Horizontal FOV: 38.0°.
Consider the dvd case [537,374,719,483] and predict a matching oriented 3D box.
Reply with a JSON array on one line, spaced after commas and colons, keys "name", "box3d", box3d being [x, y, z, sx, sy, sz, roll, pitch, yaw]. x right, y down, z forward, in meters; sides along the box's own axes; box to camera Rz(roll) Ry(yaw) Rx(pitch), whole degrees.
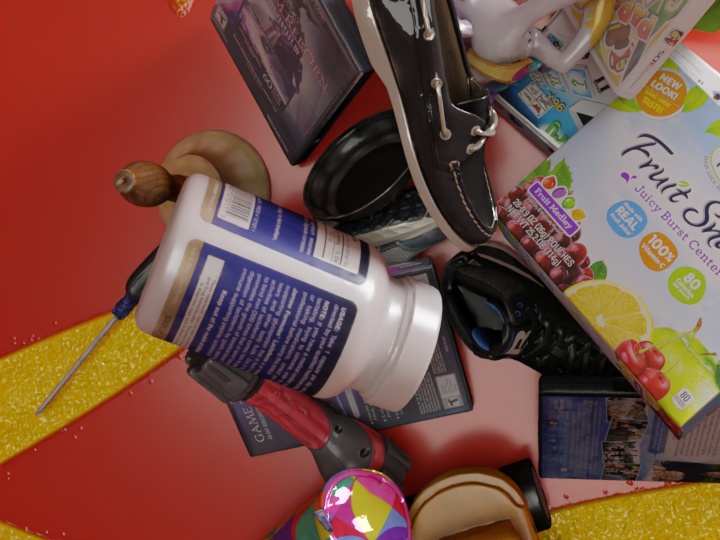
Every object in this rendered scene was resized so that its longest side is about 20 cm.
[{"name": "dvd case", "box3d": [0.232, 0.121, 0.786, 0.196, 0.144, 0.018, 0, 53, 10]}]

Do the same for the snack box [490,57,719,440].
[{"name": "snack box", "box3d": [0.216, -0.018, 0.722, 0.168, 0.068, 0.201, -39, 67, 3]}]

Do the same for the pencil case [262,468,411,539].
[{"name": "pencil case", "box3d": [-0.038, 0.230, 0.814, 0.088, 0.088, 0.200, 46, 133, 5]}]

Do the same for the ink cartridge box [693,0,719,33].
[{"name": "ink cartridge box", "box3d": [0.267, -0.266, 0.709, 0.074, 0.200, 0.151, 9, 86, -9]}]

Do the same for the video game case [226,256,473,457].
[{"name": "video game case", "box3d": [-0.020, 0.074, 0.845, 0.196, 0.019, 0.145, -13, 120, 11]}]

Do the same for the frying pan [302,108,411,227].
[{"name": "frying pan", "box3d": [-0.011, -0.051, 0.814, 0.114, 0.031, 0.192, -3, 51, 43]}]

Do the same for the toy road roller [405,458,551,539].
[{"name": "toy road roller", "box3d": [0.100, 0.253, 0.802, 0.121, 0.146, 0.204, -18, 89, 10]}]

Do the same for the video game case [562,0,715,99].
[{"name": "video game case", "box3d": [0.199, -0.253, 0.729, 0.183, 0.023, 0.202, -53, 41, 36]}]

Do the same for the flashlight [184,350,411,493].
[{"name": "flashlight", "box3d": [-0.048, 0.118, 0.819, 0.199, 0.069, 0.067, 41, 143, -25]}]

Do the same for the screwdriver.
[{"name": "screwdriver", "box3d": [-0.222, 0.052, 0.904, 0.028, 0.029, 0.200, 42, 93, 5]}]

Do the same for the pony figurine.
[{"name": "pony figurine", "box3d": [0.077, -0.193, 0.750, 0.200, 0.166, 0.195, -42, 71, 26]}]

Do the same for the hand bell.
[{"name": "hand bell", "box3d": [-0.141, -0.063, 0.802, 0.102, 0.200, 0.107, 0, 93, 9]}]

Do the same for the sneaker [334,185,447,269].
[{"name": "sneaker", "box3d": [0.000, 0.000, 0.852, 0.197, 0.078, 0.087, -22, 110, 18]}]

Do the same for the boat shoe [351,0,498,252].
[{"name": "boat shoe", "box3d": [0.058, -0.110, 0.692, 0.059, 0.074, 0.203, -15, 106, 25]}]

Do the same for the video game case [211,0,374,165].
[{"name": "video game case", "box3d": [-0.057, -0.174, 0.786, 0.019, 0.200, 0.145, -28, 87, -20]}]

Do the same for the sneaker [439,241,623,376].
[{"name": "sneaker", "box3d": [0.140, 0.060, 0.786, 0.199, 0.112, 0.074, 35, 113, 14]}]

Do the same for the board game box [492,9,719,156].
[{"name": "board game box", "box3d": [0.212, -0.117, 0.805, 0.200, 0.035, 0.127, 43, 90, 11]}]

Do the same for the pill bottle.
[{"name": "pill bottle", "box3d": [-0.049, 0.021, 0.737, 0.197, 0.116, 0.118, 22, 96, -12]}]
